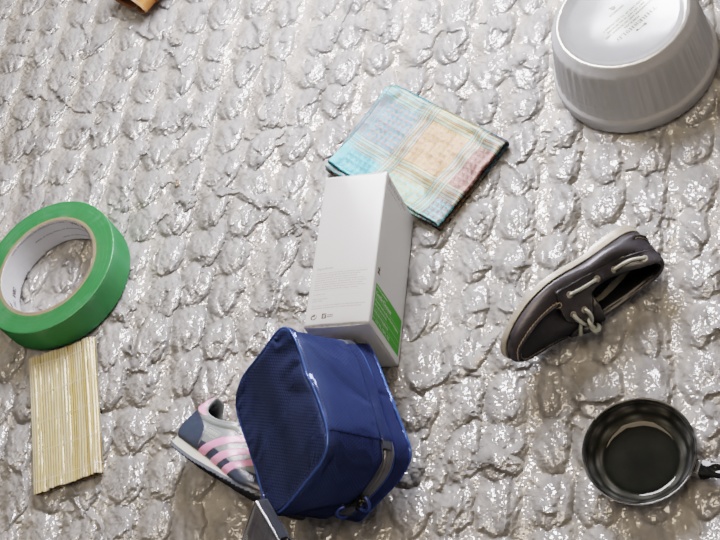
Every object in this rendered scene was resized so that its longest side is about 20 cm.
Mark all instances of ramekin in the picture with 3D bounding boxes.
[{"bbox_3d":[0.316,-0.271,1.544,0.201,0.094,0.204,-12,55,17],"label":"ramekin"}]

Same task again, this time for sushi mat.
[{"bbox_3d":[-0.364,0.176,1.616,0.095,0.012,0.201,-21,53,12],"label":"sushi mat"}]

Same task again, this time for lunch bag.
[{"bbox_3d":[-0.031,0.169,1.383,0.136,0.131,0.201,-50,45,34],"label":"lunch bag"}]

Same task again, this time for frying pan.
[{"bbox_3d":[0.314,0.176,1.296,0.188,0.031,0.116,-8,56,15],"label":"frying pan"}]

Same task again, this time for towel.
[{"bbox_3d":[0.067,-0.144,1.622,0.199,0.022,0.147,31,76,36],"label":"towel"}]

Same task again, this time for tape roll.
[{"bbox_3d":[-0.400,0.005,1.720,0.199,0.048,0.202,-12,56,17],"label":"tape roll"}]

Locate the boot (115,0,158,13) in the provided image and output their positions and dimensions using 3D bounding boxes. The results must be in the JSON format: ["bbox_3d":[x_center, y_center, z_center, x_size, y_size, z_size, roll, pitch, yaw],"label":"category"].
[{"bbox_3d":[-0.278,-0.446,1.944,0.199,0.074,0.155,18,66,45],"label":"boot"}]

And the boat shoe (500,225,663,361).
[{"bbox_3d":[0.236,0.033,1.390,0.200,0.073,0.063,-39,51,-9],"label":"boat shoe"}]

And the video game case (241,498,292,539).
[{"bbox_3d":[-0.074,0.350,1.308,0.019,0.144,0.200,-6,42,-35],"label":"video game case"}]

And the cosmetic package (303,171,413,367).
[{"bbox_3d":[0.000,0.000,1.505,0.084,0.108,0.202,-5,59,21],"label":"cosmetic package"}]

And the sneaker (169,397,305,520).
[{"bbox_3d":[-0.124,0.204,1.452,0.199,0.070,0.082,25,75,33],"label":"sneaker"}]
